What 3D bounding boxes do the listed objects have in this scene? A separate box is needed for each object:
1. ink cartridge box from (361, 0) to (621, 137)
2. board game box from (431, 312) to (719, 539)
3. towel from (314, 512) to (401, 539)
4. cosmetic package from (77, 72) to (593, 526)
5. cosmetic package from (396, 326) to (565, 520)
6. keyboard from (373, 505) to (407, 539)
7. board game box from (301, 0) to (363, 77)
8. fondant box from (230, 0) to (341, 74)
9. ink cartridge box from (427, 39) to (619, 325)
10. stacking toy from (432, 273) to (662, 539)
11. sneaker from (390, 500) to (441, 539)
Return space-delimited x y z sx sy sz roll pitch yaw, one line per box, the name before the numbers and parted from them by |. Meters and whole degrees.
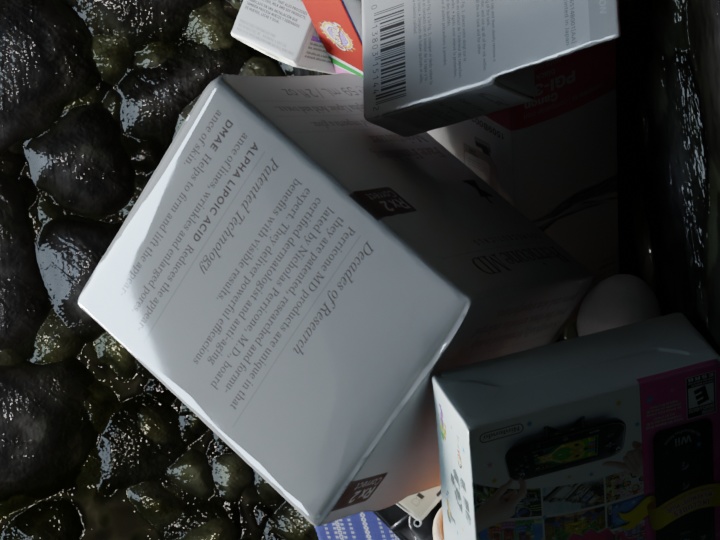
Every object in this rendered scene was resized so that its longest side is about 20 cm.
ink cartridge box | 0.078 -0.191 1.394 0.045 0.176 0.200 19 -116 -48
board game box | 0.121 0.137 1.353 0.064 0.147 0.200 -126 26 -57
towel | 0.055 0.156 1.795 0.024 0.200 0.145 -60 -39 -54
cosmetic package | -0.013 0.011 1.420 0.200 0.165 0.165 41 -158 19
cosmetic package | 0.065 0.066 1.600 0.104 0.073 0.200 -53 -1 25
keyboard | 0.036 0.122 1.754 0.200 0.127 0.021 46 -144 -13
board game box | 0.032 -0.193 1.575 0.153 0.040 0.200 -55 -27 -16
fondant box | 0.009 -0.225 1.615 0.144 0.058 0.200 4 -69 -62
ink cartridge box | 0.082 -0.077 1.517 0.147 0.083 0.200 36 141 44
stacking toy | 0.128 0.093 1.457 0.146 0.146 0.200 -111 29 -64
sneaker | 0.059 0.189 1.684 0.072 0.083 0.200 114 162 -72
